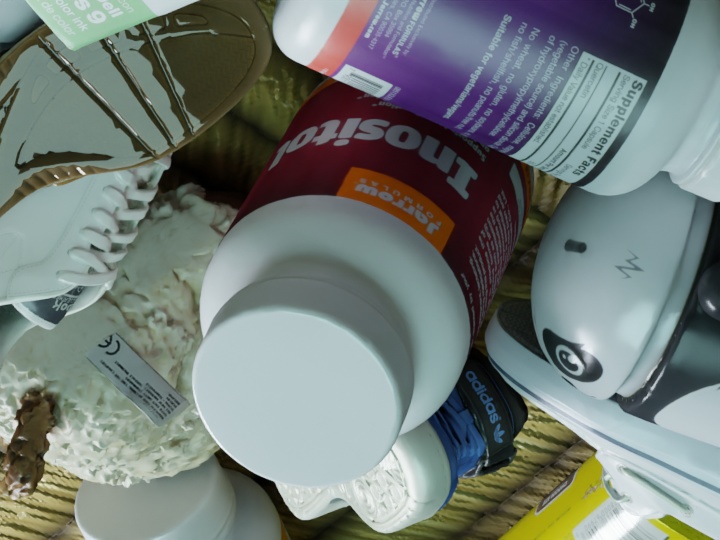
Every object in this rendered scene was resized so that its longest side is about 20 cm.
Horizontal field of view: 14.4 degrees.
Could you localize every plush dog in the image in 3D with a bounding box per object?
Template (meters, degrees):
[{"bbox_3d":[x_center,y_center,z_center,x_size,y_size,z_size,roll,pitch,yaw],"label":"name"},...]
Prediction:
[{"bbox_3d":[-0.121,0.052,1.366,0.200,0.161,0.172,1,160,16],"label":"plush dog"}]

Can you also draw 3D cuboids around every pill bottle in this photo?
[{"bbox_3d":[0.072,-0.103,1.161,0.200,0.112,0.112,23,136,-9],"label":"pill bottle"},{"bbox_3d":[-0.078,0.179,1.489,0.109,0.109,0.200,-6,133,20],"label":"pill bottle"},{"bbox_3d":[0.000,0.000,1.198,0.113,0.200,0.113,8,122,12],"label":"pill bottle"}]

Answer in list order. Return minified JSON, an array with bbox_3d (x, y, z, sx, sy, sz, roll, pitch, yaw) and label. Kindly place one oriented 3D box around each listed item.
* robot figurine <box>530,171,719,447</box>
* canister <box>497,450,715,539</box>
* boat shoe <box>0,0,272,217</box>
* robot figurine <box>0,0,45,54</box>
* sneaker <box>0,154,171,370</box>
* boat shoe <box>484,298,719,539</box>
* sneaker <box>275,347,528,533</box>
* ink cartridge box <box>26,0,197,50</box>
[{"bbox_3d":[0.173,0.021,1.249,0.200,0.125,0.150,20,136,-6],"label":"robot figurine"},{"bbox_3d":[0.137,0.168,1.437,0.149,0.087,0.200,30,133,-14],"label":"canister"},{"bbox_3d":[-0.126,-0.070,1.193,0.200,0.072,0.072,-30,106,15],"label":"boat shoe"},{"bbox_3d":[-0.195,-0.133,1.203,0.200,0.113,0.170,-24,162,34],"label":"robot figurine"},{"bbox_3d":[-0.125,-0.031,1.261,0.200,0.081,0.076,-46,150,11],"label":"sneaker"},{"bbox_3d":[0.140,0.086,1.308,0.200,0.074,0.067,29,120,10],"label":"boat shoe"},{"bbox_3d":[0.031,0.070,1.319,0.077,0.111,0.200,66,162,1],"label":"sneaker"},{"bbox_3d":[-0.041,-0.186,1.083,0.200,0.145,0.088,-20,127,31],"label":"ink cartridge box"}]
